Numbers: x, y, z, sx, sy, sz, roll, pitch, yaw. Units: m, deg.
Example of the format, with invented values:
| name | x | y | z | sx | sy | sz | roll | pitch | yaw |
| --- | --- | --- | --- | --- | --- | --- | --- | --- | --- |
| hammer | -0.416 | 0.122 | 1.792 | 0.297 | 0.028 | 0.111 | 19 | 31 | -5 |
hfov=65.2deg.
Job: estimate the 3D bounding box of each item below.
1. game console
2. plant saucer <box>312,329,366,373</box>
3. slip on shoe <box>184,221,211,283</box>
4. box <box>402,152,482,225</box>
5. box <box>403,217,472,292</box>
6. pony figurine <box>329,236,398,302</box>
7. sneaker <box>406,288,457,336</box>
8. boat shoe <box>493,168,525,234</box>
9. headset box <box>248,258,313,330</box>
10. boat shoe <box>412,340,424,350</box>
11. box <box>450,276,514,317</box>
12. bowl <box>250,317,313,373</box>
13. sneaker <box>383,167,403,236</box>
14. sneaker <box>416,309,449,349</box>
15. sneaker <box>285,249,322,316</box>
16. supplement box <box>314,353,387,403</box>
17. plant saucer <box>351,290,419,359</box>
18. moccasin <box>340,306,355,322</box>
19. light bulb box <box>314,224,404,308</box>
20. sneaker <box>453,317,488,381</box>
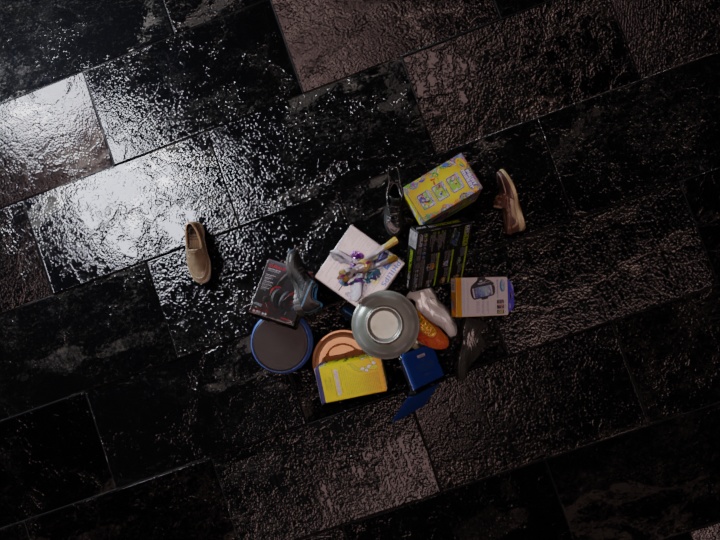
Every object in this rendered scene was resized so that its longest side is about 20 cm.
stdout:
| name | x | y | z | sx | sy | sz | roll | pitch | yaw |
| --- | --- | --- | --- | --- | --- | --- | --- | --- | --- |
| game console | 0.155 | 0.329 | 1.666 | 0.118 | 0.200 | 0.171 | -27 | 78 | 31 |
| plant saucer | -0.053 | 0.285 | 1.766 | 0.200 | 0.032 | 0.201 | 0 | 90 | 5 |
| slip on shoe | -0.522 | -0.058 | 1.791 | 0.076 | 0.061 | 0.201 | -4 | 89 | 4 |
| box | 0.239 | -0.226 | 1.667 | 0.192 | 0.200 | 0.122 | -31 | 84 | 4 |
| box | 0.227 | -0.047 | 1.656 | 0.193 | 0.048 | 0.200 | -14 | 124 | -27 |
| pony figurine | 0.004 | -0.013 | 1.581 | 0.200 | 0.193 | 0.167 | -28 | 90 | -16 |
| sneaker | 0.217 | 0.131 | 1.735 | 0.099 | 0.078 | 0.200 | -38 | 80 | 11 |
| boat shoe | 0.441 | -0.209 | 1.721 | 0.072 | 0.072 | 0.200 | -17 | 94 | 2 |
| headset box | -0.239 | 0.065 | 1.742 | 0.148 | 0.075 | 0.200 | 18 | 74 | 4 |
| boat shoe | 0.134 | 0.162 | 1.739 | 0.066 | 0.072 | 0.201 | -38 | 89 | -6 |
| box | 0.372 | 0.079 | 1.710 | 0.200 | 0.041 | 0.119 | 0 | 89 | -19 |
| bowl | -0.250 | 0.226 | 1.777 | 0.200 | 0.039 | 0.201 | 0 | 89 | 4 |
| sneaker | 0.102 | -0.208 | 1.726 | 0.060 | 0.104 | 0.200 | 2 | 89 | 5 |
| sneaker | 0.180 | 0.168 | 1.668 | 0.200 | 0.077 | 0.073 | 37 | 82 | -3 |
| sneaker | -0.165 | 0.031 | 1.670 | 0.082 | 0.073 | 0.200 | -16 | 84 | 16 |
| supplement box | -0.025 | 0.319 | 1.693 | 0.200 | 0.109 | 0.110 | -12 | 88 | 3 |
| plant saucer | 0.070 | 0.156 | 1.617 | 0.200 | 0.050 | 0.201 | -1 | 85 | 8 |
| moccasin | 0.019 | 0.182 | 1.731 | 0.200 | 0.080 | 0.068 | 31 | 112 | 17 |
| light bulb box | 0.000 | 0.000 | 1.720 | 0.200 | 0.125 | 0.198 | 36 | 91 | 3 |
| sneaker | 0.340 | 0.241 | 1.719 | 0.091 | 0.076 | 0.200 | 11 | 92 | -2 |
